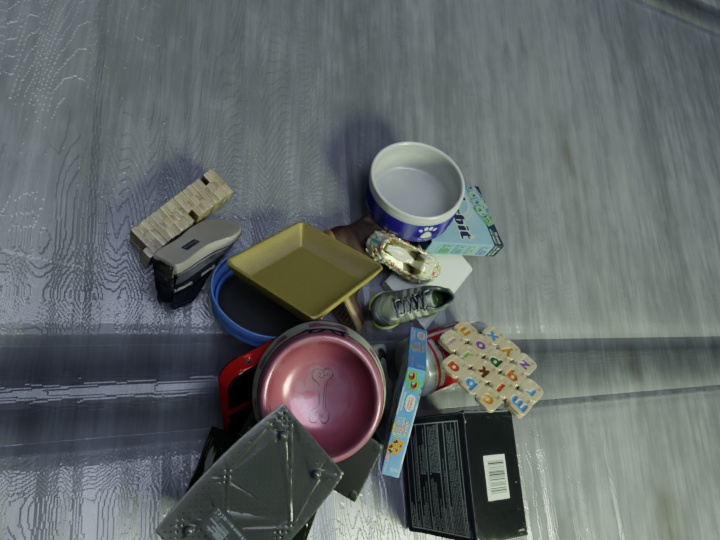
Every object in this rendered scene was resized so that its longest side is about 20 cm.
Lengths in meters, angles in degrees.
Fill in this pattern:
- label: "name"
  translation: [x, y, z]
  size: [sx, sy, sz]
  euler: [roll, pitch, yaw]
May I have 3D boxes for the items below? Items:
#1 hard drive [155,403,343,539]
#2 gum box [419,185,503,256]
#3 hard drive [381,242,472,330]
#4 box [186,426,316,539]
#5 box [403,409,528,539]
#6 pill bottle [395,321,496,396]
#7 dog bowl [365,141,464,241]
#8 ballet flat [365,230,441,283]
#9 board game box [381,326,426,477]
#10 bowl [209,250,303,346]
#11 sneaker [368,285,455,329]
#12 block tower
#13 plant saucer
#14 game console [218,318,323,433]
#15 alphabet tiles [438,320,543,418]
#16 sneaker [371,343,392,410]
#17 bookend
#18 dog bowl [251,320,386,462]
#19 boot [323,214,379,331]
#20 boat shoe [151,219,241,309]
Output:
- label: "hard drive"
  translation: [-0.131, 0.276, 0.652]
  size: [0.200, 0.042, 0.136]
  euler: [-43, 99, -14]
- label: "gum box"
  translation: [0.204, -0.116, 1.185]
  size: [0.195, 0.045, 0.173]
  euler: [1, 57, -27]
- label: "hard drive"
  translation: [0.147, 0.013, 1.150]
  size: [0.132, 0.026, 0.200]
  euler: [49, 60, -7]
- label: "box"
  translation: [-0.163, 0.329, 0.772]
  size: [0.146, 0.199, 0.127]
  euler: [25, 80, -19]
- label: "box"
  translation: [0.177, 0.360, 0.956]
  size: [0.121, 0.197, 0.205]
  euler: [6, 71, -29]
- label: "pill bottle"
  translation: [0.175, 0.168, 1.066]
  size: [0.196, 0.112, 0.115]
  euler: [-13, 80, -30]
- label: "dog bowl"
  translation: [0.110, -0.163, 1.094]
  size: [0.194, 0.079, 0.204]
  euler: [5, 58, -7]
- label: "ballet flat"
  translation: [0.096, -0.018, 1.064]
  size: [0.197, 0.064, 0.077]
  euler: [21, 91, -31]
- label: "board game box"
  translation: [0.076, 0.223, 0.925]
  size: [0.036, 0.152, 0.205]
  euler: [13, 109, 2]
- label: "bowl"
  translation: [-0.161, 0.047, 0.921]
  size: [0.196, 0.040, 0.203]
  euler: [14, 42, -13]
- label: "sneaker"
  translation: [0.101, 0.061, 1.041]
  size: [0.196, 0.081, 0.076]
  euler: [-14, 82, -35]
- label: "block tower"
  translation: [-0.310, -0.097, 0.925]
  size: [0.058, 0.054, 0.201]
  euler: [44, 59, -7]
- label: "plant saucer"
  translation: [-0.093, 0.007, 0.907]
  size: [0.197, 0.049, 0.199]
  euler: [29, 39, 24]
- label: "game console"
  translation: [-0.138, 0.173, 0.875]
  size: [0.197, 0.179, 0.031]
  euler: [-25, 56, -31]
- label: "alphabet tiles"
  translation: [0.238, 0.176, 0.983]
  size: [0.200, 0.015, 0.194]
  euler: [43, 40, 21]
- label: "sneaker"
  translation: [0.004, 0.202, 0.951]
  size: [0.199, 0.074, 0.118]
  euler: [-5, 80, -65]
- label: "bookend"
  translation: [-0.078, 0.253, 0.866]
  size: [0.196, 0.200, 0.093]
  euler: [31, 83, -2]
- label: "dog bowl"
  translation: [-0.055, 0.172, 0.738]
  size: [0.194, 0.074, 0.206]
  euler: [1, 85, -6]
- label: "boot"
  translation: [0.000, 0.000, 1.048]
  size: [0.164, 0.072, 0.203]
  euler: [-25, 86, -31]
- label: "boat shoe"
  translation: [-0.278, -0.014, 0.915]
  size: [0.073, 0.095, 0.200]
  euler: [23, 33, 17]
